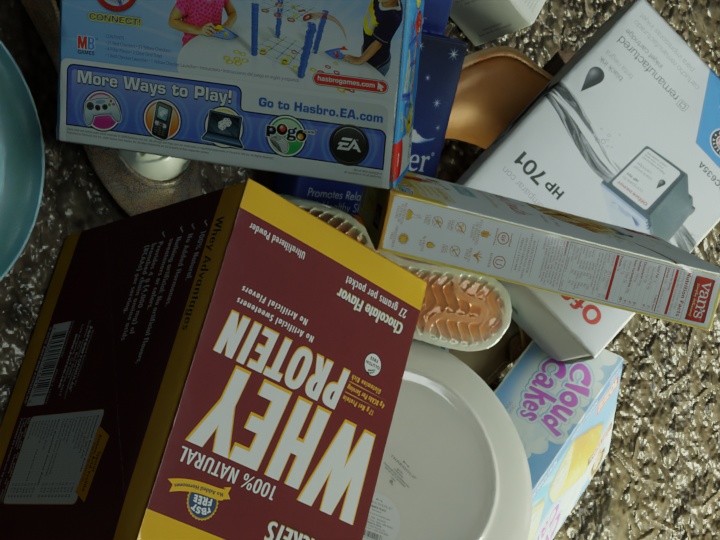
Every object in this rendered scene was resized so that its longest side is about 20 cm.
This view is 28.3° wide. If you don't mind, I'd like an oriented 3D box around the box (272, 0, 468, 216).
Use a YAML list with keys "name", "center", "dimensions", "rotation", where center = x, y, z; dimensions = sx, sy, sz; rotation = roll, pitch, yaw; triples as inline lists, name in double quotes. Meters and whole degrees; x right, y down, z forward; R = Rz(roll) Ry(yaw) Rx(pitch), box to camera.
- name: "box"
  center: [0.005, -0.098, 0.963]
  dimensions: [0.120, 0.032, 0.203]
  rotation: [2, 106, -39]

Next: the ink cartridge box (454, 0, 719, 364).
- name: "ink cartridge box"
  center: [0.164, -0.058, 0.976]
  dimensions: [0.146, 0.086, 0.200]
  rotation: [44, 79, -3]

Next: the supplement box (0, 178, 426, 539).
- name: "supplement box"
  center: [-0.094, 0.080, 0.796]
  dimensions: [0.132, 0.199, 0.200]
  rotation: [29, 66, -32]

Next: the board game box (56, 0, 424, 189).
- name: "board game box"
  center: [-0.063, -0.159, 0.775]
  dimensions: [0.056, 0.197, 0.199]
  rotation: [-49, 147, -69]

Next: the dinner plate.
- name: "dinner plate"
  center: [0.021, 0.126, 0.891]
  dimensions: [0.197, 0.024, 0.203]
  rotation: [8, 63, -16]

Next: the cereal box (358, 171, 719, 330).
- name: "cereal box"
  center: [0.101, -0.017, 0.847]
  dimensions: [0.197, 0.144, 0.040]
  rotation: [13, 99, -7]

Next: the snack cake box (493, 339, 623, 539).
- name: "snack cake box"
  center: [0.107, 0.150, 1.003]
  dimensions: [0.200, 0.067, 0.116]
  rotation: [-49, 150, -33]

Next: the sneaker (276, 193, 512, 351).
- name: "sneaker"
  center: [0.000, 0.000, 0.940]
  dimensions: [0.198, 0.080, 0.072]
  rotation: [21, 95, -21]

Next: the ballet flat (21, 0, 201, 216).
- name: "ballet flat"
  center: [-0.145, -0.110, 0.870]
  dimensions: [0.068, 0.067, 0.202]
  rotation: [-39, 108, -32]

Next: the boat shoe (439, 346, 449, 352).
- name: "boat shoe"
  center: [-0.010, 0.084, 0.949]
  dimensions: [0.073, 0.072, 0.200]
  rotation: [48, 52, -12]

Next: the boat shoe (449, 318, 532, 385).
- name: "boat shoe"
  center: [0.109, 0.024, 1.056]
  dimensions: [0.074, 0.069, 0.201]
  rotation: [51, 55, -21]

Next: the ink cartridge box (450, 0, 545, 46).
- name: "ink cartridge box"
  center: [0.070, -0.286, 1.074]
  dimensions: [0.200, 0.067, 0.117]
  rotation: [45, 57, -25]

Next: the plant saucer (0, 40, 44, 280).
- name: "plant saucer"
  center: [-0.270, -0.067, 0.787]
  dimensions: [0.198, 0.027, 0.204]
  rotation: [8, 78, -39]

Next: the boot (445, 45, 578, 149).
- name: "boot"
  center: [0.131, -0.081, 1.055]
  dimensions: [0.198, 0.077, 0.157]
  rotation: [-8, 65, -40]
